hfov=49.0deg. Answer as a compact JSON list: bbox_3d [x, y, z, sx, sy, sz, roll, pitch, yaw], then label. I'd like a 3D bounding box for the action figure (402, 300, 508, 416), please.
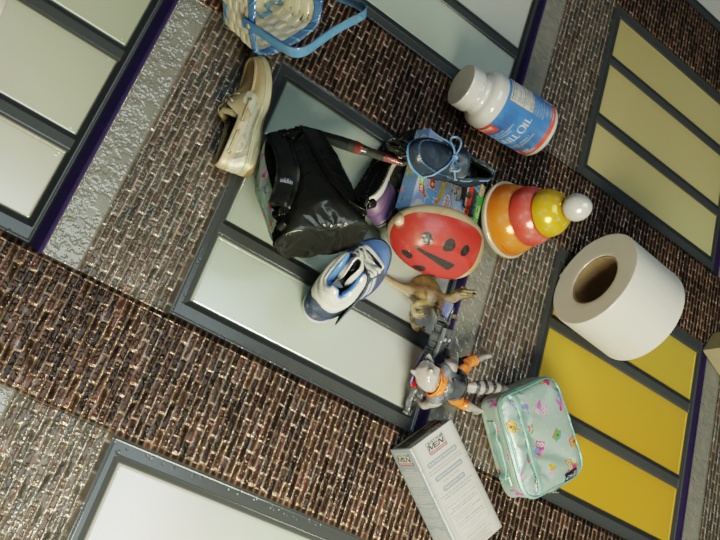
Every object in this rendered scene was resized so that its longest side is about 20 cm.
[{"bbox_3d":[0.158,0.159,1.301,0.193,0.104,0.201,7,102,-47],"label":"action figure"}]

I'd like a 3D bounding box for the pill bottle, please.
[{"bbox_3d":[0.267,-0.308,1.503,0.199,0.112,0.113,23,67,-24],"label":"pill bottle"}]

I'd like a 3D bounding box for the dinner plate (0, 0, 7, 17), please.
[{"bbox_3d":[-0.576,-0.399,1.054,0.200,0.024,0.201,9,74,-31],"label":"dinner plate"}]

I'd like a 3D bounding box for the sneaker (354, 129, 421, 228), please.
[{"bbox_3d":[0.060,-0.159,1.375,0.200,0.076,0.088,-56,128,-29],"label":"sneaker"}]

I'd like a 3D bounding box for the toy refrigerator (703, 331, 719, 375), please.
[{"bbox_3d":[0.859,0.228,1.761,0.070,0.076,0.200,-44,101,-32],"label":"toy refrigerator"}]

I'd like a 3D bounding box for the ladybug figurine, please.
[{"bbox_3d":[0.127,-0.041,1.316,0.200,0.136,0.072,23,42,-36],"label":"ladybug figurine"}]

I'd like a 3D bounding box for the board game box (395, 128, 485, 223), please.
[{"bbox_3d":[0.145,-0.130,1.385,0.200,0.037,0.152,35,63,-43],"label":"board game box"}]

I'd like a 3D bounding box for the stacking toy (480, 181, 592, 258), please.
[{"bbox_3d":[0.333,-0.101,1.433,0.146,0.200,0.147,5,83,-42],"label":"stacking toy"}]

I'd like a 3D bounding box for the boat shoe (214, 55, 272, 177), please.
[{"bbox_3d":[-0.186,-0.248,1.233,0.065,0.072,0.201,15,76,-29],"label":"boat shoe"}]

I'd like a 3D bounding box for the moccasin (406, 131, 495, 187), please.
[{"bbox_3d":[0.155,-0.187,1.317,0.200,0.068,0.081,2,87,-50],"label":"moccasin"}]

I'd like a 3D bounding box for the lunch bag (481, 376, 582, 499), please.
[{"bbox_3d":[0.301,0.298,1.395,0.160,0.077,0.201,-15,86,-34],"label":"lunch bag"}]

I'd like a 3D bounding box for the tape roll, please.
[{"bbox_3d":[0.488,0.050,1.499,0.139,0.203,0.203,34,63,-20],"label":"tape roll"}]

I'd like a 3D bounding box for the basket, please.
[{"bbox_3d":[-0.114,-0.412,1.245,0.200,0.139,0.176,34,53,19],"label":"basket"}]

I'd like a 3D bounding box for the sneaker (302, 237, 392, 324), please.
[{"bbox_3d":[0.000,0.000,1.231,0.200,0.146,0.081,-41,89,-28],"label":"sneaker"}]

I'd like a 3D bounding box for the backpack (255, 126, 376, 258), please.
[{"bbox_3d":[-0.089,-0.119,1.195,0.166,0.127,0.200,-5,57,-29],"label":"backpack"}]

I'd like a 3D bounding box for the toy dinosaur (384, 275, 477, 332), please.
[{"bbox_3d":[0.102,0.048,1.358,0.199,0.058,0.101,14,54,-15],"label":"toy dinosaur"}]

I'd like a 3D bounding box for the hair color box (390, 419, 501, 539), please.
[{"bbox_3d":[0.140,0.356,1.291,0.099,0.061,0.201,-27,94,-34],"label":"hair color box"}]

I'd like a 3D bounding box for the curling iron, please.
[{"bbox_3d":[-0.007,-0.213,1.319,0.199,0.026,0.050,11,65,0],"label":"curling iron"}]
